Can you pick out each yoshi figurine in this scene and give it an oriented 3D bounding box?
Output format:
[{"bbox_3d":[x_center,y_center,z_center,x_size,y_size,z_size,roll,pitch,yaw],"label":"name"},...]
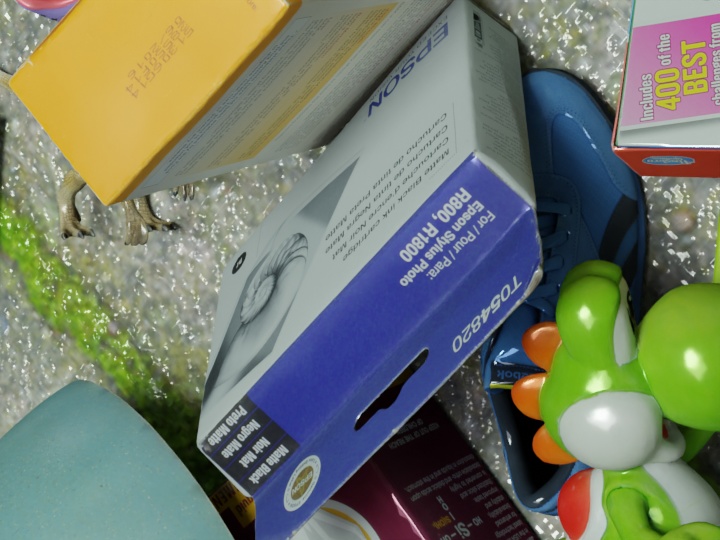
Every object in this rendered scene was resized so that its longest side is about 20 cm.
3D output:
[{"bbox_3d":[0.141,0.087,0.838,0.112,0.112,0.201,26,136,61],"label":"yoshi figurine"}]

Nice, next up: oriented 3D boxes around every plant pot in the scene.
[{"bbox_3d":[-0.144,0.173,0.963,0.200,0.134,0.201,44,152,31],"label":"plant pot"}]

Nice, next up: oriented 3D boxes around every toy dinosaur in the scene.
[{"bbox_3d":[-0.127,-0.068,1.017,0.200,0.058,0.102,10,104,52],"label":"toy dinosaur"}]

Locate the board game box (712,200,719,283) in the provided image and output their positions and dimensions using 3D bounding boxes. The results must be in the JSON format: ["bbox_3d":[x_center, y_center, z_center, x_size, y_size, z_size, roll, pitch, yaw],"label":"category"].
[{"bbox_3d":[0.249,-0.020,0.814,0.199,0.048,0.102,9,103,28],"label":"board game box"}]

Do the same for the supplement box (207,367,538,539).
[{"bbox_3d":[0.025,0.159,0.946,0.110,0.086,0.200,-43,77,27],"label":"supplement box"}]

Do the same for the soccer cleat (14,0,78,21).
[{"bbox_3d":[-0.092,-0.190,0.963,0.200,0.073,0.068,-41,78,28],"label":"soccer cleat"}]

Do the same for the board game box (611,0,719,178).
[{"bbox_3d":[0.208,-0.113,0.791,0.199,0.040,0.154,3,77,27],"label":"board game box"}]

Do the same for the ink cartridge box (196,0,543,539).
[{"bbox_3d":[0.000,0.000,0.882,0.041,0.200,0.200,32,118,-20],"label":"ink cartridge box"}]

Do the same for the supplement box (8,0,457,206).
[{"bbox_3d":[-0.044,-0.108,0.876,0.126,0.200,0.074,-44,80,26],"label":"supplement box"}]

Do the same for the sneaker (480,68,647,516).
[{"bbox_3d":[0.086,0.010,0.894,0.066,0.078,0.201,-2,96,31],"label":"sneaker"}]
